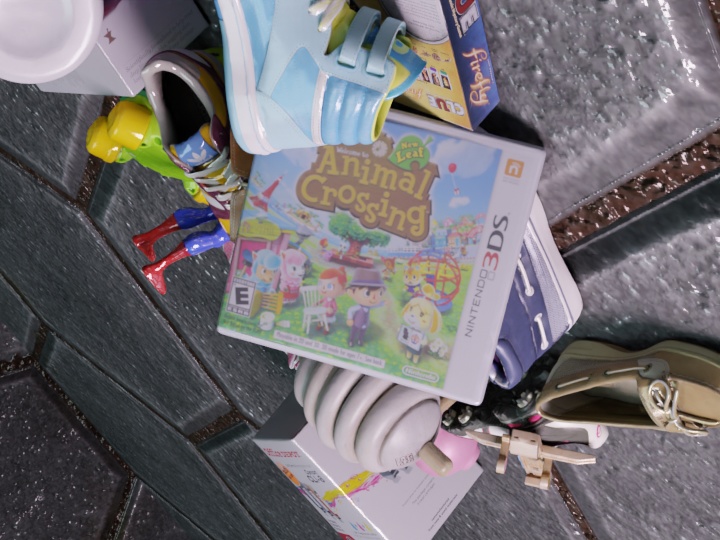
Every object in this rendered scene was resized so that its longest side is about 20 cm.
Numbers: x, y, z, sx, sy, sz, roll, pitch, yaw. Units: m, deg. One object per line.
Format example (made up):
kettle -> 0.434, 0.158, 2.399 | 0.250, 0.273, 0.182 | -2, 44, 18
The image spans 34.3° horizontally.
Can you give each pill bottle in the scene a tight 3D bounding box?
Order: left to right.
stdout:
pill bottle -> -0.260, -0.232, 0.916 | 0.113, 0.111, 0.201 | 57, -175, -32

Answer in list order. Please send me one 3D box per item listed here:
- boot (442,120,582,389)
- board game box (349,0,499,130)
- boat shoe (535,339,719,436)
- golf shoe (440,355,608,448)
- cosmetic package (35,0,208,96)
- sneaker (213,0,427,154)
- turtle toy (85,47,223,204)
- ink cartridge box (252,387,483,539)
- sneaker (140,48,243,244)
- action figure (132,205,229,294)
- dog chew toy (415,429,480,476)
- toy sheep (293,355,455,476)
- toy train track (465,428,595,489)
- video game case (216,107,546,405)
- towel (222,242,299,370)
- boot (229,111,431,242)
boot -> 0.093, -0.009, 0.863 | 0.072, 0.090, 0.201 | 8, 137, 55
board game box -> -0.003, -0.183, 0.795 | 0.198, 0.035, 0.136 | 27, 152, 35
boat shoe -> 0.213, 0.096, 0.882 | 0.074, 0.063, 0.200 | 53, 156, -24
golf shoe -> 0.141, 0.135, 1.064 | 0.088, 0.078, 0.199 | 39, 161, -15
cosmetic package -> -0.233, -0.215, 1.045 | 0.199, 0.102, 0.074 | 16, 147, 51
sneaker -> -0.023, -0.169, 0.730 | 0.128, 0.080, 0.203 | 5, 122, 18
turtle toy -> -0.151, -0.135, 1.039 | 0.144, 0.103, 0.199 | 23, 165, -23
ink cartridge box -> 0.005, 0.208, 1.325 | 0.200, 0.145, 0.145 | 48, 157, -10
sneaker -> -0.109, -0.079, 0.913 | 0.201, 0.074, 0.090 | 57, -162, -1
action figure -> -0.097, -0.054, 0.997 | 0.052, 0.198, 0.066 | 52, -171, -46
dog chew toy -> 0.036, 0.136, 1.189 | 0.199, 0.125, 0.125 | 36, 158, -3
toy sheep -> 0.015, 0.112, 1.058 | 0.199, 0.137, 0.139 | 39, 159, 35
toy train track -> 0.152, 0.179, 1.042 | 0.113, 0.033, 0.200 | 10, 164, 16
video game case -> 0.012, -0.020, 0.815 | 0.197, 0.185, 0.022 | 15, -172, 7
towel -> -0.111, -0.006, 1.222 | 0.201, 0.030, 0.147 | 54, 162, 29
boot -> -0.022, -0.021, 0.865 | 0.152, 0.204, 0.074 | -1, -179, 2
